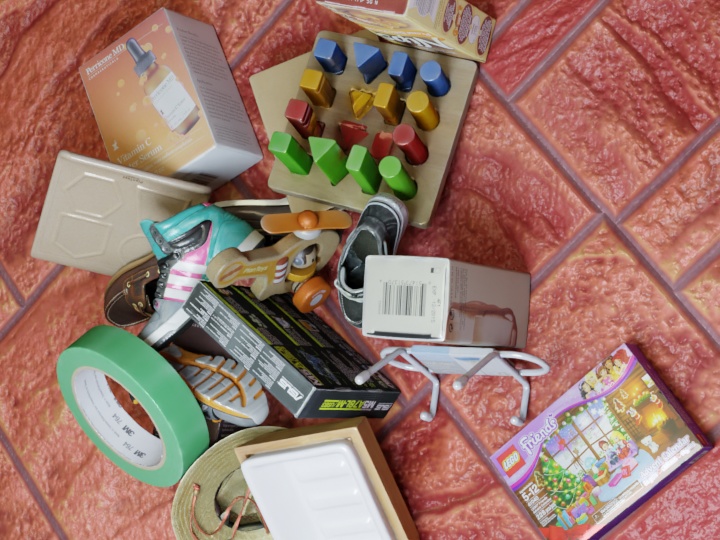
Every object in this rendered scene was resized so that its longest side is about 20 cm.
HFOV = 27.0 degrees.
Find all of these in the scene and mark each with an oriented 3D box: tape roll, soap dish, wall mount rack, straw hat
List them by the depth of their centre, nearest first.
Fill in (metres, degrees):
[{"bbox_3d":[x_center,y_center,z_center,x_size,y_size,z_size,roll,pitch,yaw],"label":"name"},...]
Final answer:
[{"bbox_3d":[0.093,0.115,1.596,0.200,0.174,0.075,0,68,31],"label":"wall mount rack"},{"bbox_3d":[-0.030,0.258,1.663,0.157,0.081,0.200,-13,113,26],"label":"soap dish"},{"bbox_3d":[-0.264,0.157,1.726,0.200,0.048,0.201,27,140,26],"label":"tape roll"},{"bbox_3d":[-0.128,0.257,1.756,0.201,0.201,0.085,-66,19,8],"label":"straw hat"}]

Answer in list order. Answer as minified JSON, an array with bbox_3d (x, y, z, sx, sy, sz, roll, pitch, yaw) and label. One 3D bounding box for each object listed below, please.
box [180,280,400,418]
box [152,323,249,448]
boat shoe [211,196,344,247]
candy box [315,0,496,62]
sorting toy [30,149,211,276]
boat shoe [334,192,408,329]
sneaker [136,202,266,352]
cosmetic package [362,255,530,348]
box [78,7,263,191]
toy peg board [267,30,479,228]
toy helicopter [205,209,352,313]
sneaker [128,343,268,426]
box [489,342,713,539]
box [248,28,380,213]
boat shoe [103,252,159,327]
[{"bbox_3d":[-0.075,0.091,1.687,0.200,0.193,0.048,40,107,26],"label":"box"},{"bbox_3d":[-0.181,0.147,1.816,0.100,0.075,0.201,12,90,31],"label":"box"},{"bbox_3d":[-0.110,-0.053,1.796,0.199,0.072,0.060,-4,80,24],"label":"boat shoe"},{"bbox_3d":[0.053,-0.285,1.645,0.115,0.200,0.055,16,90,31],"label":"candy box"},{"bbox_3d":[-0.292,-0.062,1.818,0.200,0.185,0.037,118,160,-45],"label":"sorting toy"},{"bbox_3d":[0.000,0.000,1.671,0.072,0.071,0.200,28,138,18],"label":"boat shoe"},{"bbox_3d":[-0.218,-0.003,1.720,0.121,0.084,0.200,43,88,3],"label":"sneaker"},{"bbox_3d":[0.094,0.035,1.590,0.103,0.200,0.088,1,87,32],"label":"cosmetic package"},{"bbox_3d":[-0.237,-0.196,1.863,0.152,0.106,0.200,-31,71,25],"label":"box"},{"bbox_3d":[0.005,-0.174,1.677,0.199,0.098,0.200,15,79,18],"label":"toy peg board"},{"bbox_3d":[-0.091,-0.017,1.659,0.079,0.200,0.132,49,121,21],"label":"toy helicopter"},{"bbox_3d":[-0.193,0.143,1.748,0.200,0.078,0.077,21,122,27],"label":"sneaker"},{"bbox_3d":[0.250,0.191,1.574,0.200,0.039,0.137,-44,65,20],"label":"box"},{"bbox_3d":[-0.029,-0.168,1.751,0.163,0.021,0.200,-20,71,8],"label":"box"},{"bbox_3d":[-0.251,0.021,1.832,0.200,0.070,0.070,-38,40,36],"label":"boat shoe"}]
